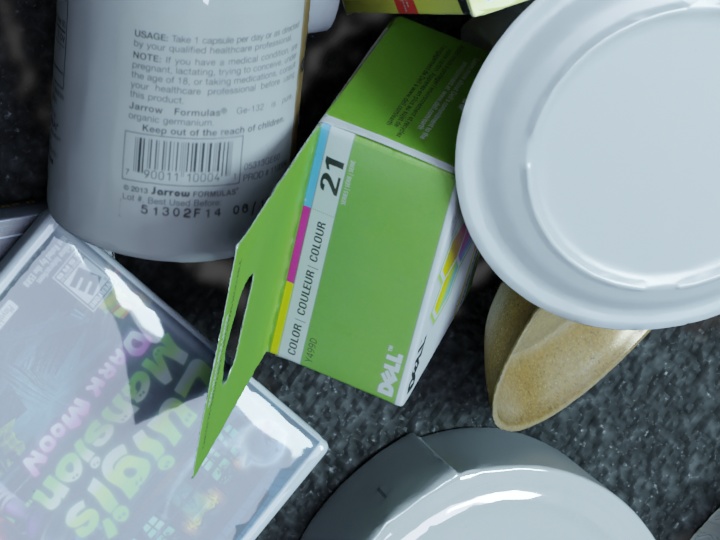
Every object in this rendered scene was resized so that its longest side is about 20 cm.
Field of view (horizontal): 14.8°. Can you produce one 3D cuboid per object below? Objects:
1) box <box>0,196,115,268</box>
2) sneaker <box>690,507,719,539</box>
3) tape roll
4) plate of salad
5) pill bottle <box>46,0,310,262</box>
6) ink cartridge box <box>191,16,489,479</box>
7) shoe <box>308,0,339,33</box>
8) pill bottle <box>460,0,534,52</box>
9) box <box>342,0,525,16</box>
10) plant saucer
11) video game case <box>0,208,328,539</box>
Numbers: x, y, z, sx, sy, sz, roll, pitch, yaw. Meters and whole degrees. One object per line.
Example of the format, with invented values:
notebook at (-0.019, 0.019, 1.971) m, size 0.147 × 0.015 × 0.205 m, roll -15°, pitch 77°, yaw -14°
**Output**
box at (-0.187, 0.073, 1.332) m, size 0.158 × 0.048 × 0.201 m, roll -11°, pitch 100°, yaw -16°
sneaker at (0.216, 0.218, 1.513) m, size 0.115 × 0.081 × 0.200 m, roll 36°, pitch 83°, yaw -38°
tape roll at (0.061, 0.185, 1.447) m, size 0.202 × 0.071 × 0.203 m, roll -5°, pitch 106°, yaw -17°
plate of salad at (0.137, -0.063, 1.246) m, size 0.200 × 0.048 × 0.200 m, roll -6°, pitch 121°, yaw -10°
pill bottle at (-0.080, -0.115, 1.253) m, size 0.114 × 0.114 × 0.200 m, roll -2°, pitch 114°, yaw -19°
ink cartridge box at (0.000, 0.000, 1.283) m, size 0.076 × 0.200 × 0.148 m, roll 21°, pitch 130°, yaw 9°
shoe at (-0.058, -0.211, 1.305) m, size 0.091 × 0.071 × 0.201 m, roll -4°, pitch 100°, yaw -16°
pill bottle at (0.152, -0.142, 1.371) m, size 0.200 × 0.111 × 0.111 m, roll -34°, pitch 112°, yaw -8°
box at (0.044, -0.150, 1.280) m, size 0.075 × 0.200 × 0.050 m, roll -20°, pitch 101°, yaw -15°
plant saucer at (0.123, -0.007, 1.384) m, size 0.035 × 0.200 × 0.200 m, roll 41°, pitch 88°, yaw 19°
video game case at (-0.143, 0.103, 1.312) m, size 0.182 × 0.023 × 0.200 m, roll 41°, pitch 84°, yaw -19°
